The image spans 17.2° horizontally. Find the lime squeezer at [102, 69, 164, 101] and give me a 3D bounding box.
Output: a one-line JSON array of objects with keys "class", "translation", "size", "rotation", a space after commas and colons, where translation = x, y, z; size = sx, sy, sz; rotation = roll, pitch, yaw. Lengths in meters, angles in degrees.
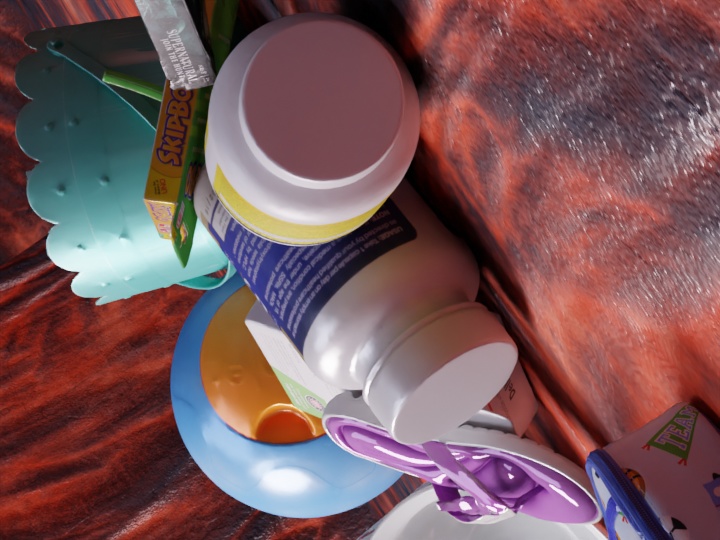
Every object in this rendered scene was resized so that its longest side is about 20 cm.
[{"class": "lime squeezer", "translation": [-0.078, -0.068, 1.534], "size": [0.200, 0.071, 0.038], "rotation": [53, -150, -17]}]

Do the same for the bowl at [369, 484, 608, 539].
[{"class": "bowl", "translation": [0.105, 0.213, 1.604], "size": [0.201, 0.201, 0.090], "rotation": [56, -153, -7]}]

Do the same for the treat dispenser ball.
[{"class": "treat dispenser ball", "translation": [-0.042, 0.084, 1.786], "size": [0.201, 0.201, 0.201], "rotation": [54, 174, 9]}]

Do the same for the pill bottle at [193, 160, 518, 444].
[{"class": "pill bottle", "translation": [0.000, 0.000, 1.414], "size": [0.200, 0.120, 0.120], "rotation": [52, 173, 27]}]

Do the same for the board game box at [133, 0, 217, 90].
[{"class": "board game box", "translation": [-0.109, -0.193, 1.210], "size": [0.200, 0.028, 0.136], "rotation": [71, -171, -69]}]

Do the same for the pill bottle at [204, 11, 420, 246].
[{"class": "pill bottle", "translation": [-0.027, -0.075, 1.263], "size": [0.111, 0.111, 0.200], "rotation": [55, 174, 1]}]

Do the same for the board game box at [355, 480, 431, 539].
[{"class": "board game box", "translation": [0.066, 0.216, 1.684], "size": [0.126, 0.200, 0.035], "rotation": [55, 153, -6]}]

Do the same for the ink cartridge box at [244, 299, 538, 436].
[{"class": "ink cartridge box", "translation": [0.038, 0.065, 1.514], "size": [0.200, 0.067, 0.117], "rotation": [20, 155, 29]}]

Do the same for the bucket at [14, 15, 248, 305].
[{"class": "bucket", "translation": [-0.138, -0.082, 1.640], "size": [0.207, 0.135, 0.208], "rotation": [-12, -90, -77]}]

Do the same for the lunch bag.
[{"class": "lunch bag", "translation": [0.172, 0.156, 1.154], "size": [0.160, 0.075, 0.200], "rotation": [54, 173, 27]}]

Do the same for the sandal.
[{"class": "sandal", "translation": [0.059, 0.129, 1.461], "size": [0.202, 0.050, 0.083], "rotation": [14, 152, 35]}]

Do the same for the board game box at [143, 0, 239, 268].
[{"class": "board game box", "translation": [-0.102, -0.107, 1.457], "size": [0.096, 0.030, 0.200], "rotation": [83, -166, -76]}]
